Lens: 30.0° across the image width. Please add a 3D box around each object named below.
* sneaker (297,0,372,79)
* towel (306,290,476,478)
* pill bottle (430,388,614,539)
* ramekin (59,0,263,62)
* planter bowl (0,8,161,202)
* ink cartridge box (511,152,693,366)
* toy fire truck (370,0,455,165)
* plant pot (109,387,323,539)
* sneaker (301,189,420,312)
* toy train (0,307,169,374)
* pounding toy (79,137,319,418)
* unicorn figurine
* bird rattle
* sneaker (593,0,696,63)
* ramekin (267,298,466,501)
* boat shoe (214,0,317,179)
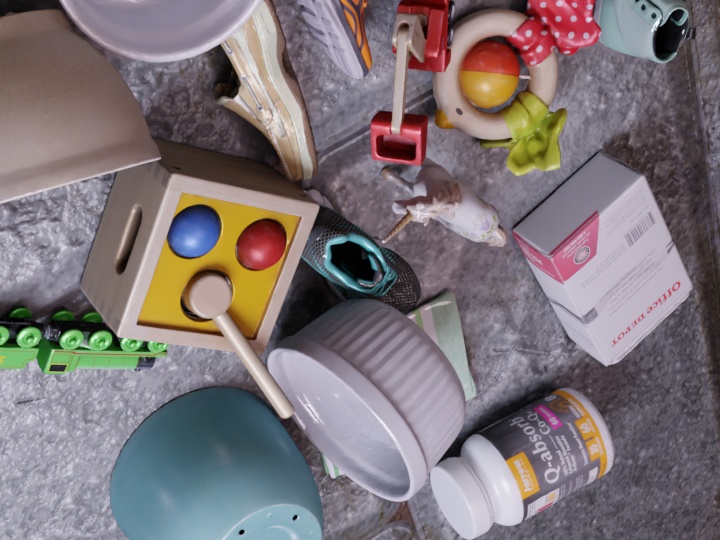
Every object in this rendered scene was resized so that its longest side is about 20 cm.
[{"bbox_3d":[-0.004,-0.274,1.199,0.112,0.078,0.201,-33,129,-13],"label":"sneaker"},{"bbox_3d":[0.034,0.129,1.484,0.199,0.023,0.153,-28,127,-18],"label":"towel"},{"bbox_3d":[0.190,0.229,1.583,0.199,0.116,0.117,-25,127,-20],"label":"pill bottle"},{"bbox_3d":[-0.169,-0.277,1.073,0.200,0.098,0.201,-16,123,-25],"label":"ramekin"},{"bbox_3d":[-0.269,-0.125,1.047,0.199,0.200,0.135,-18,98,-25],"label":"planter bowl"},{"bbox_3d":[0.279,-0.011,1.530,0.146,0.085,0.200,-41,129,-8],"label":"ink cartridge box"},{"bbox_3d":[0.049,-0.214,1.231,0.141,0.048,0.201,-62,156,-56],"label":"toy fire truck"},{"bbox_3d":[-0.130,0.243,1.347,0.200,0.161,0.202,-15,122,-26],"label":"plant pot"},{"bbox_3d":[0.000,0.000,1.344,0.200,0.091,0.078,33,95,-41],"label":"sneaker"},{"bbox_3d":[-0.267,0.068,1.240,0.199,0.042,0.057,5,122,-36],"label":"toy train"},{"bbox_3d":[-0.135,0.008,1.225,0.183,0.142,0.201,10,109,-37],"label":"pounding toy"},{"bbox_3d":[0.078,-0.070,1.327,0.199,0.137,0.074,13,108,-38],"label":"unicorn figurine"},{"bbox_3d":[0.153,-0.199,1.337,0.162,0.113,0.201,2,111,-17],"label":"bird rattle"},{"bbox_3d":[0.296,-0.309,1.353,0.073,0.118,0.201,-17,122,-24],"label":"sneaker"},{"bbox_3d":[0.013,0.121,1.336,0.105,0.200,0.201,-42,132,-24],"label":"ramekin"},{"bbox_3d":[-0.096,-0.165,1.214,0.076,0.072,0.201,-21,118,-6],"label":"boat shoe"}]
